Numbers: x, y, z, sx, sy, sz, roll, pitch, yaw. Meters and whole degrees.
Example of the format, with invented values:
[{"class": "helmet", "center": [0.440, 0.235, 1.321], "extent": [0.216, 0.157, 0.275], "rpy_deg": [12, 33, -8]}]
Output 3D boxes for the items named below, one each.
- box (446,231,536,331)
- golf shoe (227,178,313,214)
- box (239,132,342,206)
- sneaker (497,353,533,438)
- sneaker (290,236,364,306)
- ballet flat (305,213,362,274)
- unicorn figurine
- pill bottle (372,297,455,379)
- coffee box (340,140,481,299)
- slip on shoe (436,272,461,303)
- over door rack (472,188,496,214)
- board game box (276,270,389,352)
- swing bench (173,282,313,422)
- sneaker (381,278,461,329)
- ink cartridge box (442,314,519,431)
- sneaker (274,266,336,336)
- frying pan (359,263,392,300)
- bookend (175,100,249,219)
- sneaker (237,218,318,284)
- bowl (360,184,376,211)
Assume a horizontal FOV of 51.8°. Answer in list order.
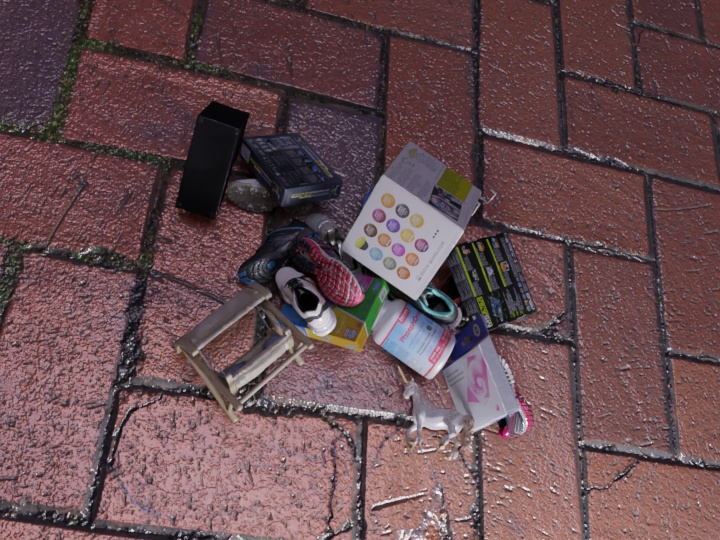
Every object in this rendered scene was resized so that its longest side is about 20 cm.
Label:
[{"class": "box", "center": [0.296, 0.026, 1.676], "extent": [0.190, 0.047, 0.204], "rpy_deg": [-15, 82, -37]}, {"class": "golf shoe", "center": [-0.202, -0.183, 1.660], "extent": [0.195, 0.079, 0.099], "rpy_deg": [6, 48, -19]}, {"class": "box", "center": [-0.154, -0.226, 1.633], "extent": [0.155, 0.052, 0.201], "rpy_deg": [-14, 49, -37]}, {"class": "sneaker", "center": [0.297, 0.259, 1.596], "extent": [0.073, 0.081, 0.203], "rpy_deg": [-22, 76, -19]}, {"class": "sneaker", "center": [-0.057, -0.007, 1.529], "extent": [0.074, 0.082, 0.200], "rpy_deg": [-9, 46, -49]}, {"class": "ballet flat", "center": [-0.055, -0.060, 1.628], "extent": [0.068, 0.070, 0.202], "rpy_deg": [-24, 68, -23]}, {"class": "unicorn figurine", "center": [0.144, 0.308, 1.542], "extent": [0.196, 0.074, 0.139], "rpy_deg": [20, 55, 4]}, {"class": "pill bottle", "center": [0.096, 0.133, 1.582], "extent": [0.198, 0.109, 0.110], "rpy_deg": [34, 63, 0]}, {"class": "coffee box", "center": [0.106, -0.108, 1.540], "extent": [0.196, 0.201, 0.201], "rpy_deg": [33, 35, 1]}, {"class": "slip on shoe", "center": [0.235, 0.021, 1.696], "extent": [0.199, 0.061, 0.074], "rpy_deg": [-39, 81, -27]}, {"class": "over door rack", "center": [0.200, -0.183, 1.723], "extent": [0.197, 0.068, 0.147], "rpy_deg": [28, 27, 16]}, {"class": "board game box", "center": [-0.058, 0.073, 1.543], "extent": [0.196, 0.041, 0.155], "rpy_deg": [12, 60, 28]}, {"class": "swing bench", "center": [-0.234, 0.150, 1.469], "extent": [0.198, 0.130, 0.201], "rpy_deg": [-39, 82, -25]}, {"class": "sneaker", "center": [0.132, 0.049, 1.595], "extent": [0.197, 0.091, 0.079], "rpy_deg": [29, 82, 12]}, {"class": "ink cartridge box", "center": [0.233, 0.220, 1.536], "extent": [0.042, 0.197, 0.204], "rpy_deg": [-14, 72, -22]}, {"class": "sneaker", "center": [-0.118, 0.044, 1.510], "extent": [0.073, 0.081, 0.200], "rpy_deg": [-40, 49, -9]}, {"class": "frying pan", "center": [0.011, -0.011, 1.665], "extent": [0.190, 0.031, 0.115], "rpy_deg": [43, 62, 1]}, {"class": "bookend", "center": [-0.319, -0.245, 1.615], "extent": [0.090, 0.203, 0.201], "rpy_deg": [17, 20, -8]}, {"class": "sneaker", "center": [-0.186, -0.039, 1.606], "extent": [0.198, 0.074, 0.082], "rpy_deg": [-31, 53, -23]}, {"class": "bowl", "center": [0.091, -0.111, 1.711], "extent": [0.196, 0.040, 0.205], "rpy_deg": [9, 61, -15]}]
